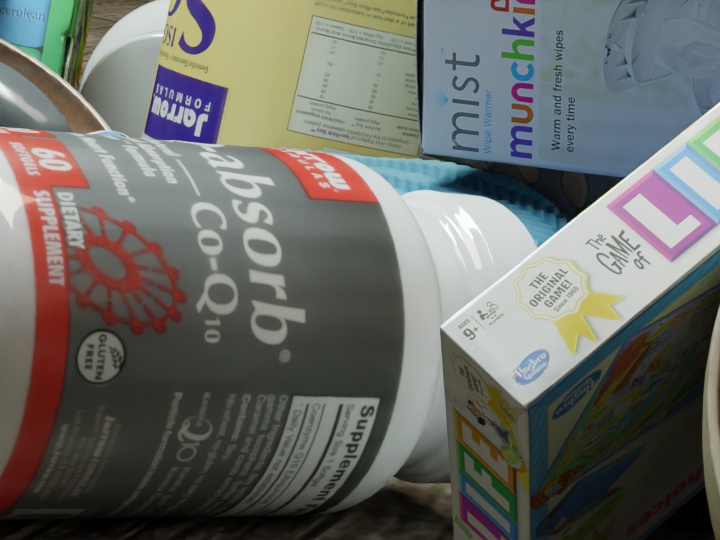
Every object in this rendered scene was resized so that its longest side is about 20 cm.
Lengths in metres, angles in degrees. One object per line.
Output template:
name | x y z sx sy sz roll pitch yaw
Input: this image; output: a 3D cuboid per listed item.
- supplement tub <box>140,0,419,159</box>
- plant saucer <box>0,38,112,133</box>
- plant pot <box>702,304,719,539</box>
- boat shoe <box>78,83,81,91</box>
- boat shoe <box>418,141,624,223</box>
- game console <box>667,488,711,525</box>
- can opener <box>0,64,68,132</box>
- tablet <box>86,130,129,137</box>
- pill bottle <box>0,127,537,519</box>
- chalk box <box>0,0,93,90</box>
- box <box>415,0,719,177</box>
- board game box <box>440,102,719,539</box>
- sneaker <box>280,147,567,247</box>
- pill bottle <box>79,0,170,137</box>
supplement tub | -0.015 -0.086 1.117 0.145 0.201 0.145 13 7 -2
plant saucer | -0.181 -0.030 0.967 0.199 0.035 0.201 14 39 -11
plant pot | 0.180 0.062 0.685 0.199 0.201 0.135 10 -22 3
boat shoe | -0.191 -0.101 1.384 0.201 0.075 0.075 3 13 -33
boat shoe | 0.118 -0.022 0.995 0.199 0.075 0.073 19 36 23
game console | 0.141 0.029 0.917 0.199 0.117 0.176 8 11 -11
can opener | -0.162 -0.069 0.896 0.053 0.067 0.200 -19 41 -41
tablet | -0.126 0.003 0.908 0.199 0.014 0.130 -14 45 -42
pill bottle | -0.047 0.018 0.806 0.199 0.117 0.116 2 13 -33
chalk box | -0.181 -0.108 1.116 0.124 0.125 0.200 10 -16 -4
box | 0.131 -0.113 0.988 0.175 0.097 0.200 6 26 16
board game box | 0.108 0.003 0.736 0.200 0.135 0.034 -38 62 -19
sneaker | 0.000 0.000 0.985 0.076 0.081 0.199 -7 11 -44
pill bottle | -0.076 -0.084 1.304 0.112 0.113 0.200 11 11 7
